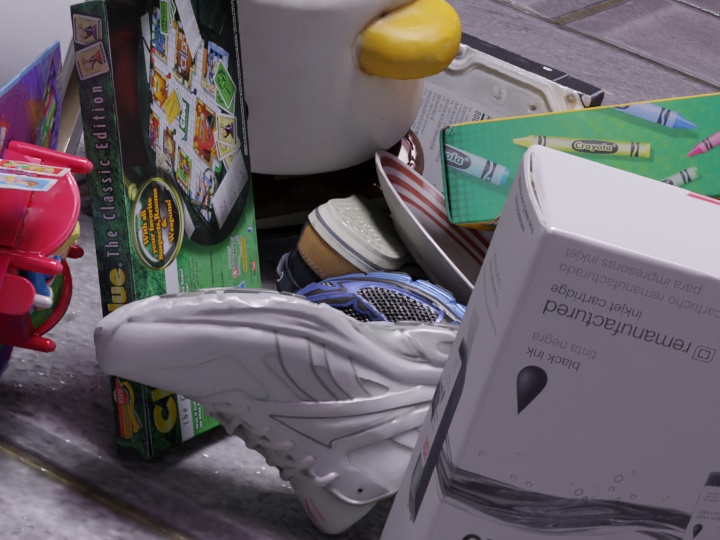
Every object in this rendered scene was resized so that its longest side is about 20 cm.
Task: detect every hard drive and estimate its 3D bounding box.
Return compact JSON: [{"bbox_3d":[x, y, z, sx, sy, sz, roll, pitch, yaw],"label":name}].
[{"bbox_3d":[0.042,-0.088,1.182,0.200,0.140,0.038,25,22,16],"label":"hard drive"}]

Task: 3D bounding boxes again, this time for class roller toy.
[{"bbox_3d":[-0.048,-0.153,1.054,0.182,0.140,0.200,-2,35,-14],"label":"roller toy"}]

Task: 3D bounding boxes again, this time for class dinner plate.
[{"bbox_3d":[0.071,0.012,1.025,0.200,0.024,0.200,45,9,-9],"label":"dinner plate"}]

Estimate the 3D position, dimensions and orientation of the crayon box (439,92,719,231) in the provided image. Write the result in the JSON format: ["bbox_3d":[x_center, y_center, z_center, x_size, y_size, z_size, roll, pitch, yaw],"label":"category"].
[{"bbox_3d":[0.155,-0.061,1.053,0.199,0.058,0.119,-6,-2,14],"label":"crayon box"}]

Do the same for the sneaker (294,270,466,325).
[{"bbox_3d":[0.040,0.061,0.894,0.200,0.076,0.078,25,24,21],"label":"sneaker"}]

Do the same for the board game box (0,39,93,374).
[{"bbox_3d":[-0.138,-0.004,0.775,0.039,0.158,0.200,13,19,1],"label":"board game box"}]

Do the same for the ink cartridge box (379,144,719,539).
[{"bbox_3d":[0.102,0.072,0.729,0.145,0.200,0.085,16,25,-7],"label":"ink cartridge box"}]

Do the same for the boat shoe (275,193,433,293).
[{"bbox_3d":[0.000,0.000,1.030,0.075,0.062,0.200,41,9,10],"label":"boat shoe"}]

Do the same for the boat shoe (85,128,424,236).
[{"bbox_3d":[-0.065,-0.047,1.106,0.202,0.075,0.075,0,66,-11],"label":"boat shoe"}]

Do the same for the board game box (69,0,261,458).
[{"bbox_3d":[-0.083,-0.025,0.834,0.023,0.201,0.105,0,9,27],"label":"board game box"}]

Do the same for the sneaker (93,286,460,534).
[{"bbox_3d":[-0.021,0.063,0.791,0.199,0.100,0.078,11,-5,-23],"label":"sneaker"}]

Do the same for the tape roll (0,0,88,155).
[{"bbox_3d":[-0.177,-0.102,0.937,0.071,0.203,0.203,18,20,-4],"label":"tape roll"}]
